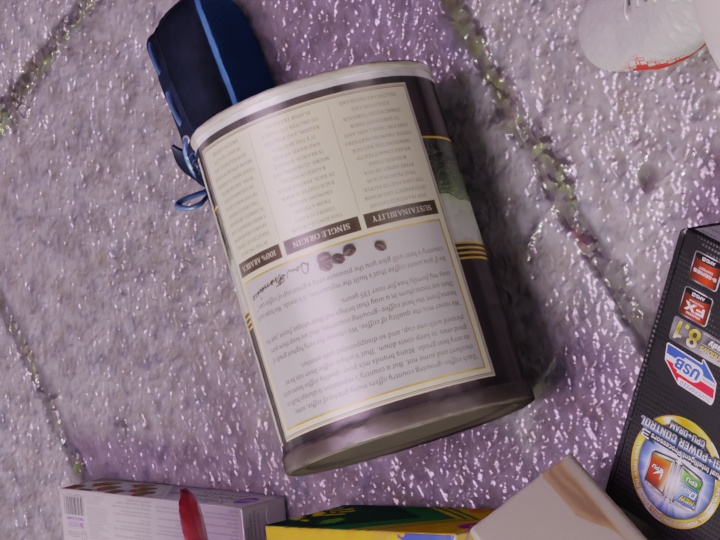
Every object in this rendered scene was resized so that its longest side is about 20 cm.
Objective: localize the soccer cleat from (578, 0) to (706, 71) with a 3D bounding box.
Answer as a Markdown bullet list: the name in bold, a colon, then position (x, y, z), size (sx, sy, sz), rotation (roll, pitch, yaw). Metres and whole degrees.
- **soccer cleat**: position (0.171, -0.149, 1.106), size (0.200, 0.085, 0.069), rotation (-20, 82, 46)

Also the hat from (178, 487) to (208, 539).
- **hat**: position (-0.044, 0.262, 1.344), size (0.166, 0.176, 0.200), rotation (-6, 131, 46)

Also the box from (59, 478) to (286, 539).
- **box**: position (-0.129, 0.168, 1.505), size (0.200, 0.039, 0.042), rotation (-2, 97, 46)

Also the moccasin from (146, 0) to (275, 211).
- **moccasin**: position (-0.081, -0.078, 1.396), size (0.068, 0.080, 0.200), rotation (-32, 59, 30)

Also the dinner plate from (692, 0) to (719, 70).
- **dinner plate**: position (0.245, -0.130, 1.005), size (0.200, 0.024, 0.200), rotation (8, 119, 15)

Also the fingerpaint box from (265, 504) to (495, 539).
- **fingerpaint box**: position (0.036, 0.243, 1.320), size (0.167, 0.073, 0.200), rotation (-6, 94, 47)

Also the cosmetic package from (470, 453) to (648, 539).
- **cosmetic package**: position (0.150, 0.202, 1.164), size (0.200, 0.071, 0.105), rotation (49, 171, 29)

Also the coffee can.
- **coffee can**: position (0.000, 0.000, 1.265), size (0.146, 0.146, 0.200), rotation (-25, 78, 45)

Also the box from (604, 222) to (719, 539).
- **box**: position (0.226, 0.087, 1.116), size (0.200, 0.044, 0.160), rotation (32, 118, 38)
